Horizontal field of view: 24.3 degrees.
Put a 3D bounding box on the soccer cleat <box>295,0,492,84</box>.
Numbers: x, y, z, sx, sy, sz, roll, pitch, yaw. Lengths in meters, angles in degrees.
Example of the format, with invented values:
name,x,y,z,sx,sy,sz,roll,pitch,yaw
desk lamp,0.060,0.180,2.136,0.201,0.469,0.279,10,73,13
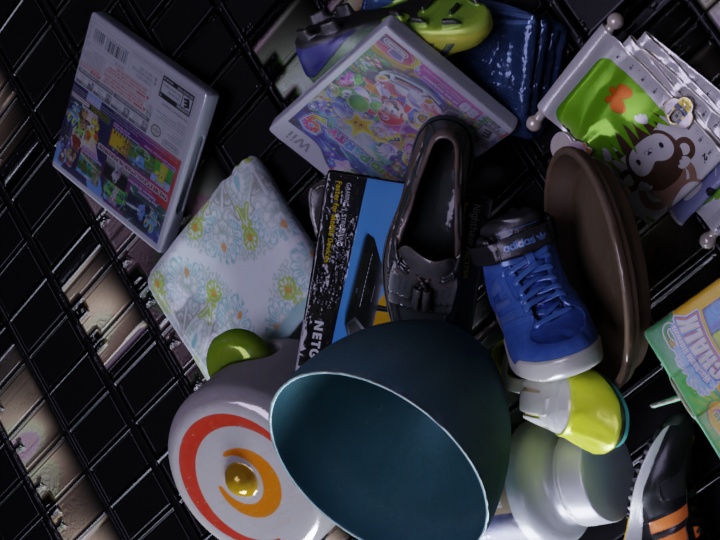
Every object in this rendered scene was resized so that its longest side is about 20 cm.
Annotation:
name,x,y,z,sx,sy,sz,roll,pitch,yaw
soccer cleat,0.034,-0.192,1.440,0.199,0.065,0.084,-2,125,36

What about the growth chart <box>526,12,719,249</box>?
name,x,y,z,sx,sy,sz,roll,pitch,yaw
growth chart,0.238,-0.110,1.349,0.200,0.018,0.145,38,119,17

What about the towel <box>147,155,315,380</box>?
name,x,y,z,sx,sy,sz,roll,pitch,yaw
towel,-0.119,0.014,1.658,0.200,0.048,0.172,-46,70,34

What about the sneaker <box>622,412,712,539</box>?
name,x,y,z,sx,sy,sz,roll,pitch,yaw
sneaker,0.264,0.216,1.375,0.090,0.070,0.201,17,109,20

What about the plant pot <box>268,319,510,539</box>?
name,x,y,z,sx,sy,sz,roll,pitch,yaw
plant pot,0.044,0.118,1.364,0.199,0.135,0.201,21,138,21

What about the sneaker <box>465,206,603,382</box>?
name,x,y,z,sx,sy,sz,roll,pitch,yaw
sneaker,0.138,0.010,1.359,0.076,0.200,0.112,-18,109,1

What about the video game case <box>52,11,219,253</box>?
name,x,y,z,sx,sy,sz,roll,pitch,yaw
video game case,-0.237,-0.145,1.735,0.200,0.023,0.183,36,118,34

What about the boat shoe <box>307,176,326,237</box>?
name,x,y,z,sx,sy,sz,roll,pitch,yaw
boat shoe,0.000,0.000,1.549,0.072,0.060,0.202,-37,74,38

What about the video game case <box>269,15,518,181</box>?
name,x,y,z,sx,sy,sz,roll,pitch,yaw
video game case,0.025,-0.127,1.458,0.143,0.018,0.200,37,143,-15

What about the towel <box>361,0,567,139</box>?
name,x,y,z,sx,sy,sz,roll,pitch,yaw
towel,0.081,-0.187,1.460,0.199,0.048,0.112,19,110,35

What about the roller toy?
name,x,y,z,sx,sy,sz,roll,pitch,yaw
roller toy,-0.080,0.170,1.569,0.199,0.140,0.183,23,123,19

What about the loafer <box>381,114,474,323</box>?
name,x,y,z,sx,sy,sz,roll,pitch,yaw
loafer,0.055,-0.029,1.401,0.071,0.063,0.201,7,102,4

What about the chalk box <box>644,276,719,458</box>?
name,x,y,z,sx,sy,sz,roll,pitch,yaw
chalk box,0.311,0.062,1.267,0.200,0.124,0.124,-42,71,37

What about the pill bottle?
name,x,y,z,sx,sy,sz,roll,pitch,yaw
pill bottle,0.131,0.189,1.441,0.199,0.111,0.112,-16,87,40

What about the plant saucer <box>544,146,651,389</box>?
name,x,y,z,sx,sy,sz,roll,pitch,yaw
plant saucer,0.191,-0.002,1.347,0.200,0.029,0.201,170,90,-82

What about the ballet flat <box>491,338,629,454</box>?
name,x,y,z,sx,sy,sz,roll,pitch,yaw
ballet flat,0.155,0.099,1.370,0.200,0.067,0.067,-126,41,-69

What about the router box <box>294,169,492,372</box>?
name,x,y,z,sx,sy,sz,roll,pitch,yaw
router box,0.028,0.021,1.472,0.148,0.051,0.201,9,96,0
